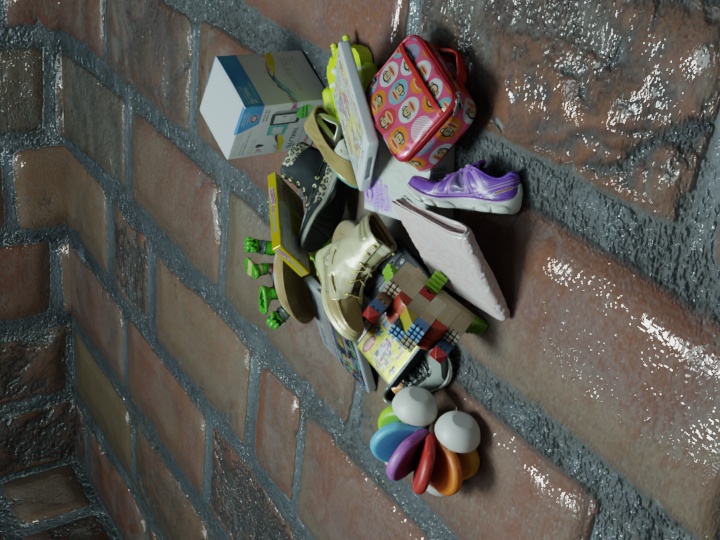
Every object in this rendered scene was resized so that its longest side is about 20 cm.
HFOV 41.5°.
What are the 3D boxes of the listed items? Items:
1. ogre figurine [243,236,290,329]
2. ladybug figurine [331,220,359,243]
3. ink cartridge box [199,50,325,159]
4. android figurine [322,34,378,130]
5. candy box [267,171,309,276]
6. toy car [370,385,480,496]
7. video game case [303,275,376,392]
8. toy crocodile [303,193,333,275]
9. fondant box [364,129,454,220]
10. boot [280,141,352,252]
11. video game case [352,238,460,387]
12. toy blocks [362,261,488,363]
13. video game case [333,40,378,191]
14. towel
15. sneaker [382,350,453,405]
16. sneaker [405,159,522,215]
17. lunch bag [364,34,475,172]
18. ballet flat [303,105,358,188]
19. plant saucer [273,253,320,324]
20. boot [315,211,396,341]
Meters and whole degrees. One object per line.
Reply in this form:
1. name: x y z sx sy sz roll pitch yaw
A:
1. ogre figurine: -0.176 0.019 2.075 0.201 0.119 0.098 63 149 26
2. ladybug figurine: 0.000 0.000 1.833 0.135 0.071 0.202 15 112 54
3. ink cartridge box: -0.193 -0.336 1.910 0.147 0.199 0.147 59 143 25
4. android figurine: -0.014 -0.337 1.779 0.182 0.041 0.202 -11 92 59
5. candy box: -0.142 -0.092 1.869 0.026 0.102 0.201 -27 46 21
6. toy car: 0.104 0.320 1.670 0.199 0.150 0.176 29 129 19
7. video game case: -0.041 0.128 1.922 0.182 0.023 0.201 43 155 43
8. toy crocodile: -0.085 -0.086 1.908 0.068 0.061 0.202 97 173 -66
9. fondant box: 0.082 -0.164 1.665 0.199 0.058 0.146 23 119 54
10. boot: -0.101 -0.149 1.868 0.153 0.073 0.205 26 90 39
11. video game case: 0.064 0.076 1.713 0.181 0.025 0.201 48 112 31
12. toy blocks: 0.097 0.077 1.565 0.199 0.137 0.100 38 128 7
13. video game case: -0.011 -0.266 1.658 0.182 0.023 0.202 103 154 -69
14. towel: 0.149 -0.023 1.541 0.191 0.032 0.201 34 162 49
15. sneaker: 0.105 0.196 1.727 0.074 0.079 0.201 64 144 25
16. sneaker: 0.167 -0.136 1.509 0.198 0.080 0.084 8 94 30
17. lunch bag: 0.103 -0.279 1.535 0.176 0.082 0.201 -47 47 25
18. ballet flat: -0.045 -0.236 1.774 0.200 0.068 0.063 51 131 31
19. plant saucer: -0.134 0.011 1.948 0.035 0.200 0.202 -5 97 19
20. boot: 0.002 0.010 1.707 0.155 0.072 0.201 -37 51 31
